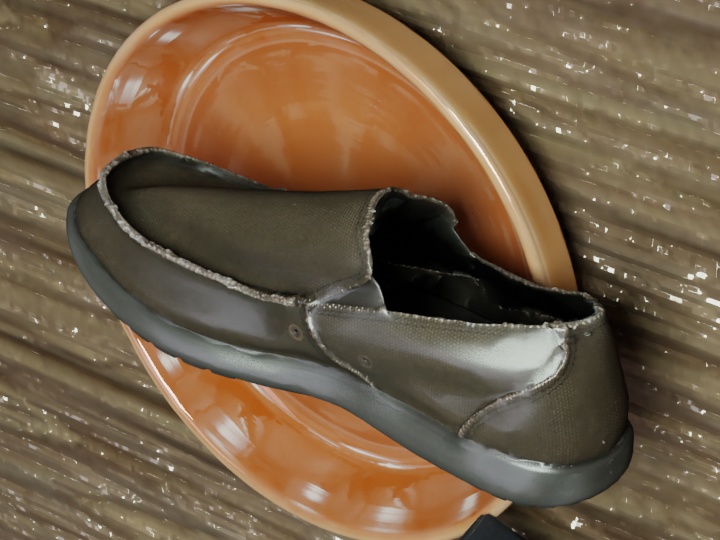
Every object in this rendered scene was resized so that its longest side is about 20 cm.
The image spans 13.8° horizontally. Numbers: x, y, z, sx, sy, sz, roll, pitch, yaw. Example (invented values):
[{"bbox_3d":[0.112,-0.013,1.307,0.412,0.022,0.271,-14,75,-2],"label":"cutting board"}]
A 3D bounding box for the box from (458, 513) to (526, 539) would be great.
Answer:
[{"bbox_3d":[0.052,0.204,0.985,0.161,0.049,0.200,35,117,9],"label":"box"}]

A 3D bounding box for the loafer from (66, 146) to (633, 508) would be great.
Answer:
[{"bbox_3d":[0.000,0.000,0.914,0.200,0.073,0.071,23,123,21],"label":"loafer"}]

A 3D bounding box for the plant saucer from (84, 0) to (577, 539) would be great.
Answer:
[{"bbox_3d":[-0.009,-0.003,0.986,0.200,0.032,0.201,22,127,33],"label":"plant saucer"}]
